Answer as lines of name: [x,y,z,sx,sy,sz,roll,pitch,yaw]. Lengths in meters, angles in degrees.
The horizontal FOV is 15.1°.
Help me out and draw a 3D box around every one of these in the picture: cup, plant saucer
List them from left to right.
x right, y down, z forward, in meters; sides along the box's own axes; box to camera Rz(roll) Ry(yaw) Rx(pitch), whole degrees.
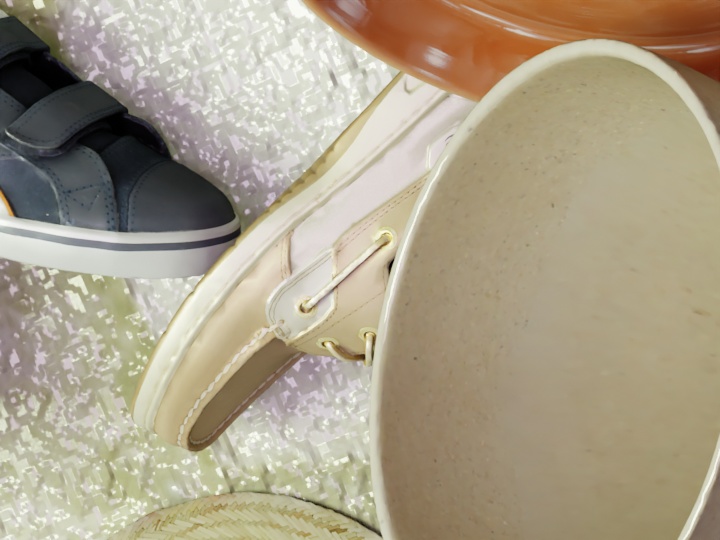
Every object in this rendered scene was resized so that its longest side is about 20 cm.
plant saucer: [0.068,-0.103,0.843,0.200,0.200,0.032,8,66,13]
cup: [0.114,0.038,0.882,0.143,0.200,0.201,12,105,-31]

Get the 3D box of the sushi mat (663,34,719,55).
sushi mat: [0.144,-0.090,0.886,0.096,0.012,0.200,28,142,5]

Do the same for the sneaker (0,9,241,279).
sneaker: [-0.136,-0.053,0.992,0.200,0.078,0.080,14,107,14]

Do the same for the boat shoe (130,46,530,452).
boat shoe: [0.000,0.000,0.967,0.069,0.074,0.200,45,105,11]

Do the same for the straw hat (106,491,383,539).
straw hat: [-0.047,0.189,1.001,0.201,0.085,0.202,2,99,15]
